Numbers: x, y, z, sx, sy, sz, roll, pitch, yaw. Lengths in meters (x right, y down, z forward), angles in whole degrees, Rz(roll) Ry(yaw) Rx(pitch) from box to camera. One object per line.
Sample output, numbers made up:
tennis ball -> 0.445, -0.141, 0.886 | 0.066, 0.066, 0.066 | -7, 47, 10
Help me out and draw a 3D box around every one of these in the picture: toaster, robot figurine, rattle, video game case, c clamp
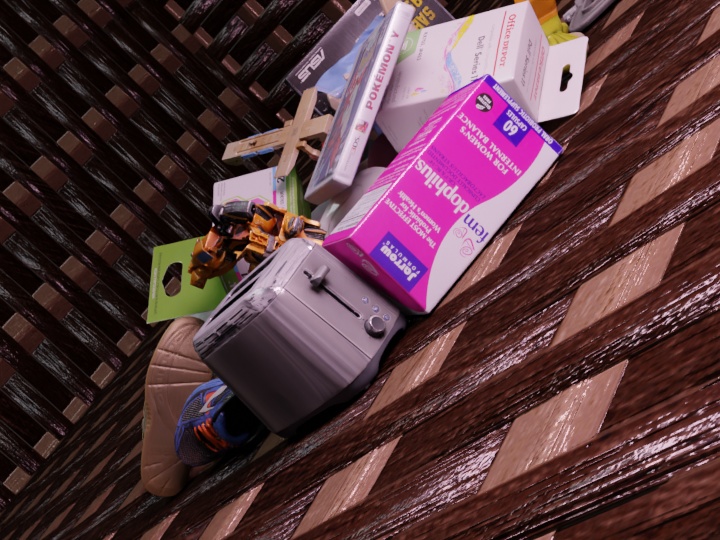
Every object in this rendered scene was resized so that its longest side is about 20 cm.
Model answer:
toaster -> -0.062, 0.061, 1.173 | 0.200, 0.129, 0.114 | -37, 12, 49
robot figurine -> -0.100, -0.014, 1.317 | 0.200, 0.144, 0.059 | -29, 43, 64
rattle -> 0.164, -0.267, 1.449 | 0.130, 0.143, 0.200 | -38, 12, 2
video game case -> -0.005, -0.162, 1.310 | 0.200, 0.023, 0.184 | 167, 123, -79
c clamp -> 0.308, -0.356, 1.557 | 0.200, 0.027, 0.171 | -41, 11, 39

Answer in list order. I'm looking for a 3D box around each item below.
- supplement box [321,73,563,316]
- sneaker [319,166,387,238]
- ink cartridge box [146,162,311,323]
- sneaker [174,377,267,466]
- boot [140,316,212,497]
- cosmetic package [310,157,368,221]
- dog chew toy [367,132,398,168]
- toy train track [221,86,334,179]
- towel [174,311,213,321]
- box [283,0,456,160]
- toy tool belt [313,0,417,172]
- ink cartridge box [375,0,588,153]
supplement box -> 0.072, -0.065, 1.173 | 0.200, 0.101, 0.103 | -50, 10, -12
sneaker -> 0.044, -0.071, 1.290 | 0.199, 0.075, 0.100 | -26, 16, 11
ink cartridge box -> -0.157, -0.030, 1.487 | 0.198, 0.076, 0.148 | -13, 40, 6
sneaker -> -0.134, 0.149, 1.328 | 0.200, 0.075, 0.079 | -43, 13, 38
boot -> -0.214, 0.150, 1.511 | 0.155, 0.072, 0.202 | -177, 94, -83
cosmetic package -> -0.018, -0.046, 1.573 | 0.200, 0.090, 0.107 | -40, 15, 26
dog chew toy -> 0.064, -0.120, 1.414 | 0.201, 0.124, 0.124 | -58, 12, -20
toy train track -> -0.090, -0.145, 1.502 | 0.199, 0.032, 0.116 | -8, 58, 49
towel -> -0.120, 0.051, 1.508 | 0.149, 0.031, 0.200 | -49, 45, -4
box -> 0.028, -0.251, 1.595 | 0.200, 0.158, 0.048 | -47, 7, -2
toy tool belt -> 0.002, -0.217, 1.497 | 0.124, 0.123, 0.200 | 24, 69, 47
ink cartridge box -> 0.119, -0.196, 1.295 | 0.199, 0.067, 0.118 | -10, 47, 28
